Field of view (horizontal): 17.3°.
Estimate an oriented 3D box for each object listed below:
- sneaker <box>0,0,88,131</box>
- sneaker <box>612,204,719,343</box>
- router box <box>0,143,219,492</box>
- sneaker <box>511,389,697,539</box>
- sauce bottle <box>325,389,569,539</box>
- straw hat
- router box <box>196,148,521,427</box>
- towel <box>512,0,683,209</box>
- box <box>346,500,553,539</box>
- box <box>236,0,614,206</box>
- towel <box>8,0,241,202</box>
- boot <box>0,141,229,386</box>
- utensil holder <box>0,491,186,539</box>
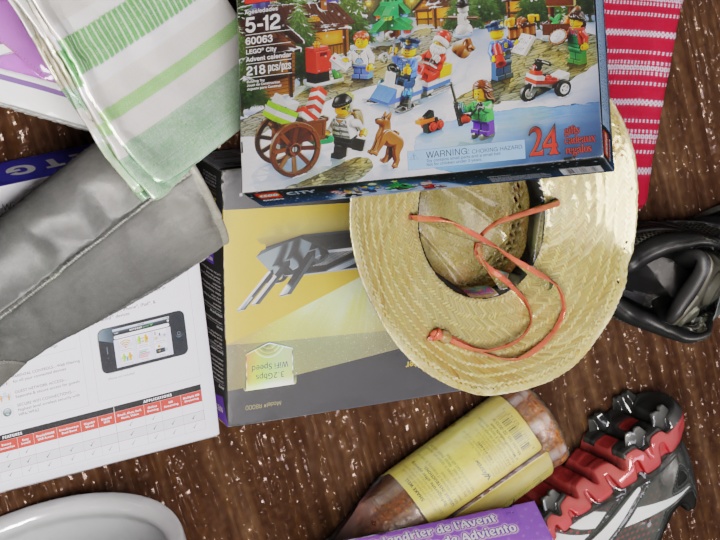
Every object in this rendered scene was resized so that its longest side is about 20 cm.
[{"bbox_3d":[-0.205,-0.150,1.290,0.199,0.072,0.115,14,93,-36],"label":"sneaker"},{"bbox_3d":[0.225,0.003,1.507,0.198,0.114,0.077,0,107,-27],"label":"sneaker"},{"bbox_3d":[-0.188,0.029,1.355,0.199,0.049,0.181,-13,110,-21],"label":"router box"},{"bbox_3d":[0.140,0.168,1.537,0.200,0.071,0.098,-35,114,-14],"label":"sneaker"},{"bbox_3d":[0.037,0.149,1.488,0.199,0.066,0.066,-33,116,-13],"label":"sauce bottle"},{"bbox_3d":[0.061,-0.034,1.372,0.200,0.085,0.203,-3,98,-24],"label":"straw hat"},{"bbox_3d":[0.000,0.000,1.432,0.199,0.052,0.158,-8,108,-23],"label":"router box"},{"bbox_3d":[0.153,-0.133,1.452,0.144,0.022,0.202,-2,105,-51],"label":"towel"},{"bbox_3d":[0.045,0.237,1.481,0.136,0.039,0.201,-10,133,-15],"label":"box"},{"bbox_3d":[0.033,-0.113,1.272,0.198,0.038,0.138,-6,80,15],"label":"box"},{"bbox_3d":[-0.129,-0.150,1.273,0.201,0.023,0.153,57,40,-10],"label":"towel"},{"bbox_3d":[-0.185,-0.024,1.273,0.199,0.073,0.182,-35,130,-5],"label":"boot"},{"bbox_3d":[-0.159,0.258,1.373,0.169,0.170,0.201,-23,116,-18],"label":"utensil holder"}]
